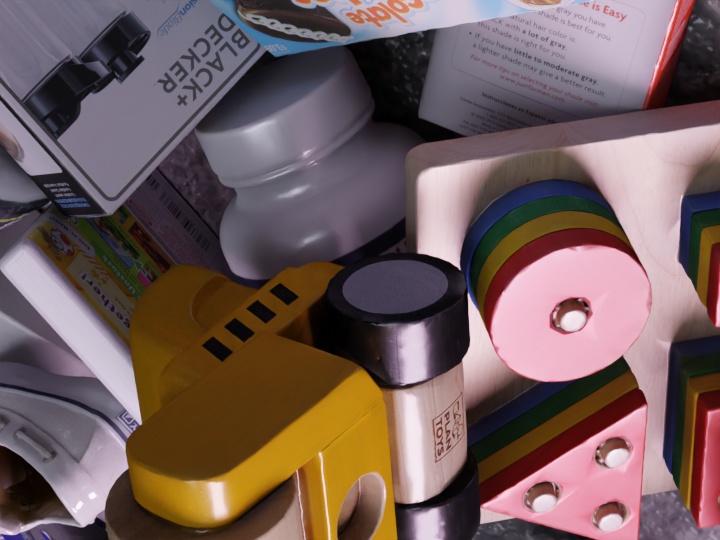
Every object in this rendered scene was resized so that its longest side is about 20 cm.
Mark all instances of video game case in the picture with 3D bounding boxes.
[{"bbox_3d":[-0.079,0.036,0.917,0.023,0.182,0.200,-37,101,18],"label":"video game case"}]

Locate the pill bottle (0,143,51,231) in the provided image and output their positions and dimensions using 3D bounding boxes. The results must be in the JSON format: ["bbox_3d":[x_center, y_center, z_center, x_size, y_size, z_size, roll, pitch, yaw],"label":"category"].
[{"bbox_3d":[-0.226,-0.052,0.925,0.199,0.106,0.107,-25,108,44],"label":"pill bottle"}]

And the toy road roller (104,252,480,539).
[{"bbox_3d":[-0.048,0.074,0.745,0.145,0.200,0.124,15,126,32],"label":"toy road roller"}]

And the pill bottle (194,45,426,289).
[{"bbox_3d":[0.000,0.000,0.890,0.110,0.111,0.201,-11,116,34],"label":"pill bottle"}]

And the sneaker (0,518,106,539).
[{"bbox_3d":[-0.223,0.185,1.167,0.083,0.081,0.200,40,131,-10],"label":"sneaker"}]

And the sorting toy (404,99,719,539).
[{"bbox_3d":[0.124,0.035,0.805,0.197,0.070,0.201,-9,127,-8],"label":"sorting toy"}]

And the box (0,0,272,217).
[{"bbox_3d":[-0.146,-0.134,0.816,0.200,0.117,0.060,51,159,-20],"label":"box"}]

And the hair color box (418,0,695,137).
[{"bbox_3d":[0.094,-0.140,0.774,0.101,0.061,0.201,23,131,13],"label":"hair color box"}]

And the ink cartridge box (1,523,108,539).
[{"bbox_3d":[-0.126,0.199,1.024,0.200,0.043,0.198,43,180,-39],"label":"ink cartridge box"}]

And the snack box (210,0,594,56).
[{"bbox_3d":[-0.007,-0.141,0.740,0.116,0.037,0.199,38,156,-32],"label":"snack box"}]

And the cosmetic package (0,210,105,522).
[{"bbox_3d":[-0.146,0.063,1.031,0.199,0.085,0.108,33,133,4],"label":"cosmetic package"}]

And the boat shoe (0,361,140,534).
[{"bbox_3d":[-0.172,0.101,0.922,0.201,0.086,0.075,1,130,55],"label":"boat shoe"}]
